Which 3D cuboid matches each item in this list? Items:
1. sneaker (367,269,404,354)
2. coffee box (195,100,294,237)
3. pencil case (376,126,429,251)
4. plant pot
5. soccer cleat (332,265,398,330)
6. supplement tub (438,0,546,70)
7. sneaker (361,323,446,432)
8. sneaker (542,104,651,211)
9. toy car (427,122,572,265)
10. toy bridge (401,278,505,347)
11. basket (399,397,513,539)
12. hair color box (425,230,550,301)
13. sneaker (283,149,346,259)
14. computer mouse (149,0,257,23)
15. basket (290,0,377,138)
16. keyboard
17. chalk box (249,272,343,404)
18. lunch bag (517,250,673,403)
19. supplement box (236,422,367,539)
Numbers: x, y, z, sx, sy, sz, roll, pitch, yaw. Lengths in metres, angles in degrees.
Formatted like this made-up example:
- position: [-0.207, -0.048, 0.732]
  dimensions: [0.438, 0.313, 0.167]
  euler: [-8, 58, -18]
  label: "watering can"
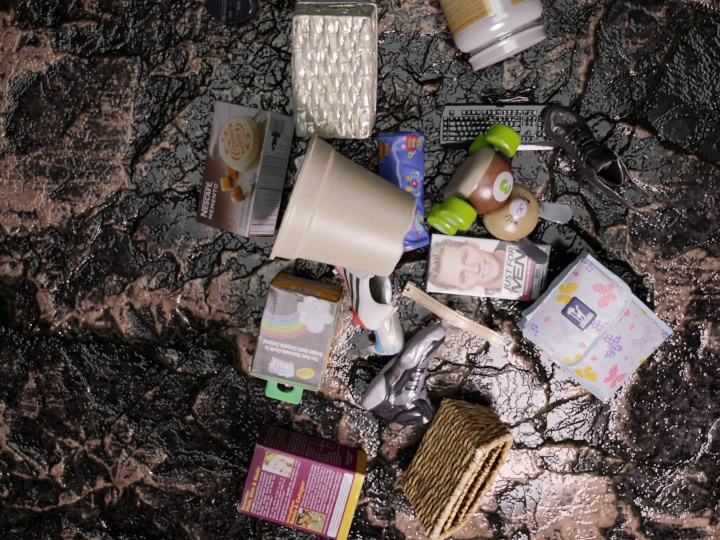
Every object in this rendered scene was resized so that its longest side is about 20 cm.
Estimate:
- position: [0.030, 0.046, 1.233]
  dimensions: [0.072, 0.072, 0.203]
  euler: [-6, 95, 11]
  label: "sneaker"
- position: [-0.189, -0.165, 1.187]
  dimensions: [0.113, 0.079, 0.202]
  euler: [17, 100, 27]
  label: "coffee box"
- position: [0.073, -0.133, 1.200]
  dimensions: [0.078, 0.086, 0.203]
  euler: [4, 101, 45]
  label: "pencil case"
- position: [-0.021, -0.083, 1.095]
  dimensions: [0.182, 0.201, 0.202]
  euler: [20, 99, -8]
  label: "plant pot"
- position: [0.000, 0.000, 1.183]
  dimensions: [0.085, 0.068, 0.202]
  euler: [-35, 64, 31]
  label: "soccer cleat"
- position: [0.194, -0.428, 1.114]
  dimensions: [0.143, 0.144, 0.202]
  euler: [-22, 97, 6]
  label: "supplement tub"
- position: [0.102, 0.190, 1.251]
  dimensions: [0.114, 0.076, 0.200]
  euler: [41, 104, -4]
  label: "sneaker"
- position: [0.376, -0.184, 1.156]
  dimensions: [0.060, 0.104, 0.200]
  euler: [-40, 103, 6]
  label: "sneaker"
- position: [0.236, -0.101, 1.144]
  dimensions: [0.199, 0.158, 0.165]
  euler: [33, 84, -5]
  label: "toy car"
- position: [0.162, 0.076, 1.232]
  dimensions: [0.199, 0.067, 0.027]
  euler: [29, 99, -1]
  label: "toy bridge"
- position: [0.181, 0.343, 1.211]
  dimensions: [0.141, 0.149, 0.202]
  euler: [18, 106, -26]
  label: "basket"
- position: [0.212, -0.007, 1.220]
  dimensions: [0.197, 0.061, 0.101]
  euler: [5, 99, 3]
  label: "hair color box"
- position: [-0.093, -0.122, 1.220]
  dimensions: [0.115, 0.076, 0.201]
  euler: [42, 90, 5]
  label: "sneaker"
- position: [-0.263, -0.451, 1.193]
  dimensions: [0.198, 0.034, 0.059]
  euler: [14, 116, 6]
  label: "computer mouse"
- position: [-0.042, -0.312, 1.130]
  dimensions: [0.134, 0.124, 0.202]
  euler: [2, 115, 3]
  label: "basket"
- position: [0.231, -0.252, 1.192]
  dimensions: [0.197, 0.040, 0.105]
  euler: [0, 99, 2]
  label: "keyboard"
- position: [-0.110, 0.121, 1.224]
  dimensions: [0.123, 0.124, 0.202]
  euler: [14, 100, -1]
  label: "chalk box"
- position: [0.375, 0.089, 1.177]
  dimensions: [0.200, 0.127, 0.170]
  euler: [40, 98, -20]
  label: "lunch bag"
- position: [-0.100, 0.371, 1.270]
  dimensions: [0.198, 0.103, 0.132]
  euler: [17, 99, -1]
  label: "supplement box"
